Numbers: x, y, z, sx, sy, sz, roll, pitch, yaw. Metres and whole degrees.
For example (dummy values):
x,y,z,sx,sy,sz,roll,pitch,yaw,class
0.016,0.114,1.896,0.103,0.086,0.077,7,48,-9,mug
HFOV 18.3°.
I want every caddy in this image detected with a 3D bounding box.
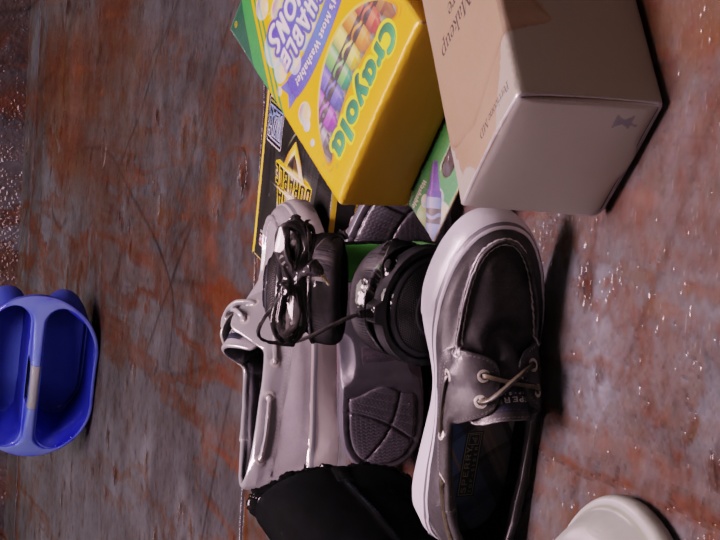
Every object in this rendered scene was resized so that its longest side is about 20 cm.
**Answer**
x,y,z,sx,sy,sz,roll,pitch,yaw,class
-0.372,0.112,2.536,0.105,0.140,0.201,-112,28,-65,caddy

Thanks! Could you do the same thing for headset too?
x,y,z,sx,sy,sz,roll,pitch,yaw,class
0.000,0.000,1.223,0.200,0.123,0.095,-26,-60,-63,headset

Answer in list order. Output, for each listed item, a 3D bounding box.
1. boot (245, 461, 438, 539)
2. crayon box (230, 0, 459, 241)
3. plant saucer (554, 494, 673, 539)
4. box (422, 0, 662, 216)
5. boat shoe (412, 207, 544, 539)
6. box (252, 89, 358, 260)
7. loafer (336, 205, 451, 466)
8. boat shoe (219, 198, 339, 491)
x,y,z,sx,sy,sz,roll,pitch,yaw,class
-0.023,0.169,1.263,0.163,0.197,0.074,-127,45,-55,boot
0.002,-0.128,1.255,0.200,0.051,0.126,57,135,39,crayon box
0.104,0.208,1.064,0.200,0.050,0.202,-178,90,-73,plant saucer
0.084,-0.135,1.130,0.095,0.077,0.201,115,153,-50,box
0.067,0.068,1.184,0.066,0.069,0.201,-130,44,-55,boat shoe
-0.025,-0.065,1.547,0.200,0.049,0.161,-137,53,-69,box
0.012,0.022,1.376,0.063,0.071,0.201,-114,28,-65,loafer
-0.056,0.048,1.435,0.072,0.068,0.202,141,130,-66,boat shoe
